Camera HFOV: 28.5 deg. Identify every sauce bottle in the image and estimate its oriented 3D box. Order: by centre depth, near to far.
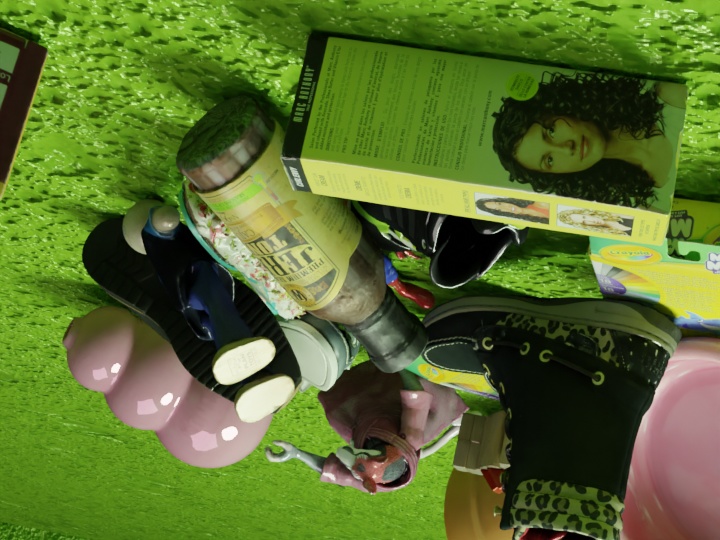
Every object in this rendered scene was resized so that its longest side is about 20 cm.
[{"bbox_3d":[-0.028,-0.015,0.863,0.065,0.065,0.200,-9,132,47],"label":"sauce bottle"}]

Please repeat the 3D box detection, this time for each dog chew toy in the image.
[{"bbox_3d":[-0.177,0.098,1.297,0.199,0.125,0.124,28,157,-18],"label":"dog chew toy"}]

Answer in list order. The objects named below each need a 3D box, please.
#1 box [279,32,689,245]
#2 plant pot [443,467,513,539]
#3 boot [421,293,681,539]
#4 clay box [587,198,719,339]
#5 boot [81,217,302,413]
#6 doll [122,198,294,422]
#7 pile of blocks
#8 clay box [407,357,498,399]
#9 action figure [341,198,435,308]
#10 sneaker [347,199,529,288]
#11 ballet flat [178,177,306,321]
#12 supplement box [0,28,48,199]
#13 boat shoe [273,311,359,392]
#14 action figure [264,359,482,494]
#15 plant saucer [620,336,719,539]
[{"bbox_3d":[0.064,-0.068,0.733,0.199,0.076,0.050,8,162,10],"label":"box"},{"bbox_3d":[0.197,0.225,1.328,0.199,0.201,0.140,21,143,-23],"label":"plant pot"},{"bbox_3d":[0.102,0.098,0.922,0.203,0.155,0.073,-3,153,45],"label":"boot"},{"bbox_3d":[0.209,0.005,0.880,0.114,0.048,0.200,8,160,19],"label":"clay box"},{"bbox_3d":[-0.115,0.043,1.110,0.200,0.077,0.138,42,174,18],"label":"boot"},{"bbox_3d":[-0.112,0.010,0.966,0.200,0.048,0.137,50,168,45],"label":"doll"},{"bbox_3d":[0.137,0.148,1.126,0.082,0.062,0.200,18,165,-17],"label":"pile of blocks"},{"bbox_3d":[0.139,0.073,1.097,0.199,0.048,0.115,17,162,-10],"label":"clay box"},{"bbox_3d":[0.000,0.000,0.981,0.052,0.066,0.200,33,175,32],"label":"action figure"},{"bbox_3d":[0.042,-0.030,0.836,0.071,0.083,0.200,20,160,-19],"label":"sneaker"},{"bbox_3d":[-0.063,-0.025,0.971,0.064,0.076,0.200,-23,158,7],"label":"ballet flat"},{"bbox_3d":[-0.287,-0.086,0.861,0.130,0.104,0.200,22,158,-25],"label":"supplement box"},{"bbox_3d":[-0.034,0.052,1.125,0.073,0.062,0.200,50,167,2],"label":"boat shoe"},{"bbox_3d":[0.017,0.143,1.177,0.134,0.200,0.149,-38,105,14],"label":"action figure"},{"bbox_3d":[0.243,0.136,0.925,0.051,0.202,0.200,-21,-171,-43],"label":"plant saucer"}]
